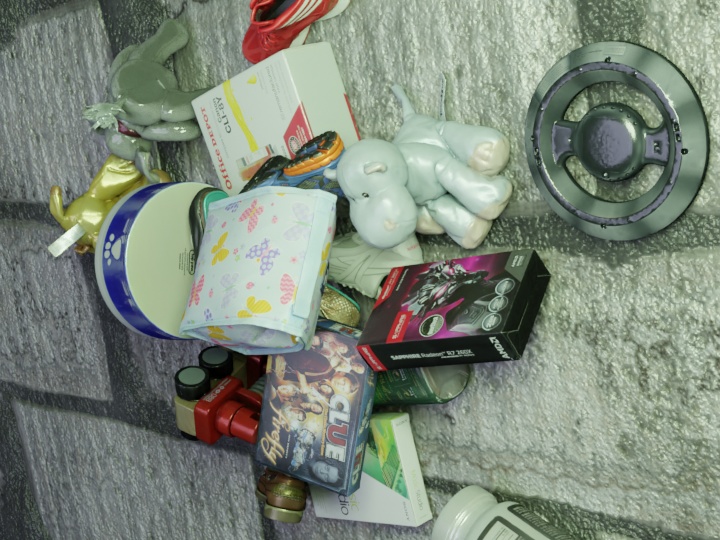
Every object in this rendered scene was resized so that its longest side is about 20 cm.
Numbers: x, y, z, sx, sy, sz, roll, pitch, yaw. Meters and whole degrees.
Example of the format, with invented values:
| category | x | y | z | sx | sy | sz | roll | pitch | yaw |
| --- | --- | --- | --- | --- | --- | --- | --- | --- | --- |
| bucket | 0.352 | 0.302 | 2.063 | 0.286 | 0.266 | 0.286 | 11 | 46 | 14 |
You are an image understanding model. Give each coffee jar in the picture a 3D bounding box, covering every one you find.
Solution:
| category | x | y | z | sx | sy | sz | roll | pitch | yaw |
| --- | --- | --- | --- | --- | --- | --- | --- | --- | --- |
| coffee jar | 0.033 | 0.118 | 1.581 | 0.200 | 0.085 | 0.105 | -14 | 101 | 47 |

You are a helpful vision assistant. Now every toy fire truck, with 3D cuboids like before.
| category | x | y | z | sx | sy | sz | roll | pitch | yaw |
| --- | --- | --- | --- | --- | --- | --- | --- | --- | --- |
| toy fire truck | -0.123 | 0.158 | 1.695 | 0.199 | 0.176 | 0.129 | 21 | 129 | 26 |

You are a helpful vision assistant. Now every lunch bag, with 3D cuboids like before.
| category | x | y | z | sx | sy | sz | roll | pitch | yaw |
| --- | --- | --- | --- | --- | --- | --- | --- | --- | --- |
| lunch bag | -0.100 | 0.004 | 1.462 | 0.200 | 0.127 | 0.170 | -13 | 62 | 56 |

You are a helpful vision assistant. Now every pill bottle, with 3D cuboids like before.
| category | x | y | z | sx | sy | sz | roll | pitch | yaw |
| --- | --- | --- | --- | --- | --- | --- | --- | --- | --- |
| pill bottle | 0.184 | 0.337 | 1.481 | 0.200 | 0.116 | 0.117 | 31 | 125 | 36 |

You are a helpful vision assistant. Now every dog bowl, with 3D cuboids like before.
| category | x | y | z | sx | sy | sz | roll | pitch | yaw |
| --- | --- | --- | --- | --- | --- | --- | --- | --- | --- |
| dog bowl | -0.228 | -0.012 | 1.631 | 0.079 | 0.200 | 0.201 | 1 | 105 | 52 |

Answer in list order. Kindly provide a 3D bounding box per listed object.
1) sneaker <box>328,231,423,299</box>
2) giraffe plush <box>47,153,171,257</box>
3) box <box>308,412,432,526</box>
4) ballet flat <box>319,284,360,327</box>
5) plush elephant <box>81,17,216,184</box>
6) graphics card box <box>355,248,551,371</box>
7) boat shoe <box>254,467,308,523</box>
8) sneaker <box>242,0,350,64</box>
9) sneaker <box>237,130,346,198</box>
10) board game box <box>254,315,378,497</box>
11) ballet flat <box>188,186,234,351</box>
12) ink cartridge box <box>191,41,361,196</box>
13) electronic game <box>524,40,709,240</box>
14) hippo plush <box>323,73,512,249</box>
| category | x | y | z | sx | sy | sz | roll | pitch | yaw |
| --- | --- | --- | --- | --- | --- | --- | --- | --- | --- |
| sneaker | 0.000 | 0.000 | 1.584 | 0.200 | 0.078 | 0.100 | -19 | 94 | 49 |
| giraffe plush | -0.366 | -0.069 | 1.898 | 0.173 | 0.199 | 0.162 | 66 | 167 | 0 |
| box | 0.000 | 0.259 | 1.704 | 0.200 | 0.036 | 0.145 | -7 | 99 | 46 |
| ballet flat | -0.094 | 0.022 | 1.597 | 0.200 | 0.065 | 0.071 | 32 | 151 | 5 |
| plush elephant | -0.292 | -0.211 | 1.760 | 0.165 | 0.200 | 0.155 | 51 | 153 | 10 |
| graphics card box | 0.101 | 0.045 | 1.432 | 0.199 | 0.126 | 0.051 | -6 | 133 | 38 |
| boat shoe | -0.099 | 0.290 | 1.760 | 0.200 | 0.072 | 0.068 | -169 | 91 | -79 |
| sneaker | -0.111 | -0.304 | 1.556 | 0.200 | 0.115 | 0.079 | -34 | 79 | 46 |
| sneaker | -0.078 | -0.094 | 1.523 | 0.200 | 0.075 | 0.079 | -17 | 118 | 49 |
| board game box | -0.052 | 0.156 | 1.554 | 0.135 | 0.035 | 0.201 | 16 | 109 | 24 |
| ballet flat | -0.174 | 0.000 | 1.576 | 0.068 | 0.068 | 0.201 | -10 | 84 | 56 |
| ink cartridge box | -0.107 | -0.182 | 1.620 | 0.200 | 0.083 | 0.146 | -18 | 92 | 48 |
| electronic game | 0.253 | -0.128 | 1.294 | 0.199 | 0.042 | 0.201 | 12 | 111 | 35 |
| hippo plush | 0.061 | -0.107 | 1.414 | 0.159 | 0.160 | 0.201 | -7 | 99 | 47 |
